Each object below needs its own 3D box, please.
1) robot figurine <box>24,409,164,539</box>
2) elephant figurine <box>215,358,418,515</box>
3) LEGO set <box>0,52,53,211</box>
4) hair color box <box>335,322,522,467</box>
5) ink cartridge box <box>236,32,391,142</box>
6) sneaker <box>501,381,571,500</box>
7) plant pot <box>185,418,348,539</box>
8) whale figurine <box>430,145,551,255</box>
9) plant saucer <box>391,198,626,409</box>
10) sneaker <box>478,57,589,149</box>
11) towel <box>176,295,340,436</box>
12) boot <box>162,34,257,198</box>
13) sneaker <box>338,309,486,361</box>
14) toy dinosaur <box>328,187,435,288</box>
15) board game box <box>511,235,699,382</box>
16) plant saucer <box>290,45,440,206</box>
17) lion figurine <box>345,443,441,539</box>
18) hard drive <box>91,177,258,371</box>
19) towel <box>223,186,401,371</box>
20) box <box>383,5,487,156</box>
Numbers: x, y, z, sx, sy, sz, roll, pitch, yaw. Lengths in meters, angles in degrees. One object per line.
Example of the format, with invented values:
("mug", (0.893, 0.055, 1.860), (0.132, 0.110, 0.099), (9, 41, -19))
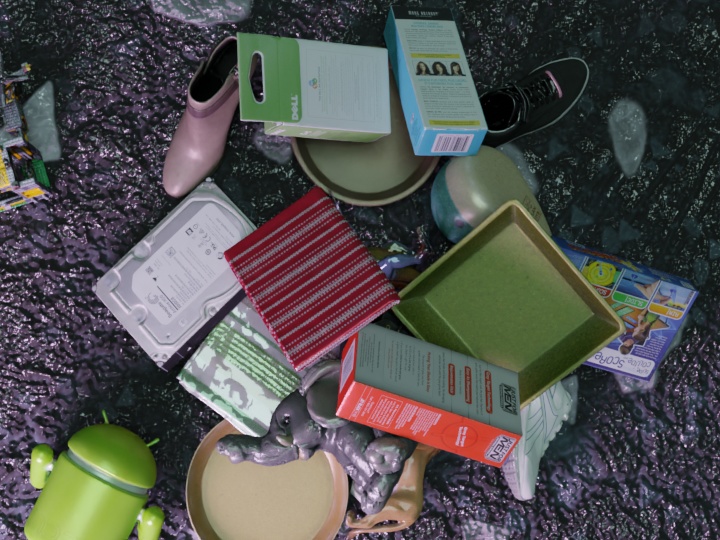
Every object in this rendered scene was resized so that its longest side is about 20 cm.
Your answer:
("robot figurine", (-0.314, 0.270, 1.301), (0.174, 0.116, 0.202), (27, 84, 3))
("elephant figurine", (-0.035, 0.173, 1.272), (0.198, 0.155, 0.143), (28, 111, 10))
("LEGO set", (-0.453, -0.149, 1.322), (0.151, 0.116, 0.203), (-9, 86, -4))
("hair color box", (0.076, 0.136, 1.231), (0.197, 0.102, 0.062), (19, 128, -10))
("ink cartridge box", (-0.063, -0.214, 1.318), (0.197, 0.059, 0.106), (0, 85, -29))
("sneaker", (0.217, 0.181, 1.368), (0.086, 0.074, 0.203), (6, 86, -8))
("plant pot", (-0.113, 0.267, 1.360), (0.197, 0.027, 0.204), (0, 86, -5))
("whale figurine", (0.167, -0.056, 1.369), (0.200, 0.103, 0.160), (43, 40, -13))
("plant saucer", (0.169, 0.044, 1.289), (0.200, 0.048, 0.200), (-40, 97, 21))
("sneaker", (0.209, -0.210, 1.381), (0.198, 0.099, 0.071), (-31, 86, -7))
("towel", (-0.108, 0.099, 1.360), (0.148, 0.031, 0.201), (36, 74, 2))
("boot", (-0.186, -0.188, 1.328), (0.069, 0.146, 0.202), (26, 84, 0))
("sneaker", (0.069, 0.089, 1.339), (0.197, 0.075, 0.108), (-10, 119, -6))
("toy dinosaur", (0.000, 0.000, 1.348), (0.179, 0.105, 0.202), (-23, 104, 10))
("board game box", (0.291, 0.050, 1.346), (0.197, 0.035, 0.137), (17, 113, -18))
("plant saucer", (0.009, -0.180, 1.401), (0.197, 0.029, 0.204), (0, 85, -3))
("lion figurine", (0.054, 0.240, 1.355), (0.121, 0.072, 0.203), (11, 91, -1))
("hard drive", (-0.209, 0.003, 1.350), (0.200, 0.038, 0.140), (-43, 73, -5))
("towel", (-0.059, 0.006, 1.266), (0.144, 0.023, 0.201), (-35, 55, -2))
("box", (0.087, -0.231, 1.347), (0.081, 0.049, 0.202), (-1, 56, -16))
